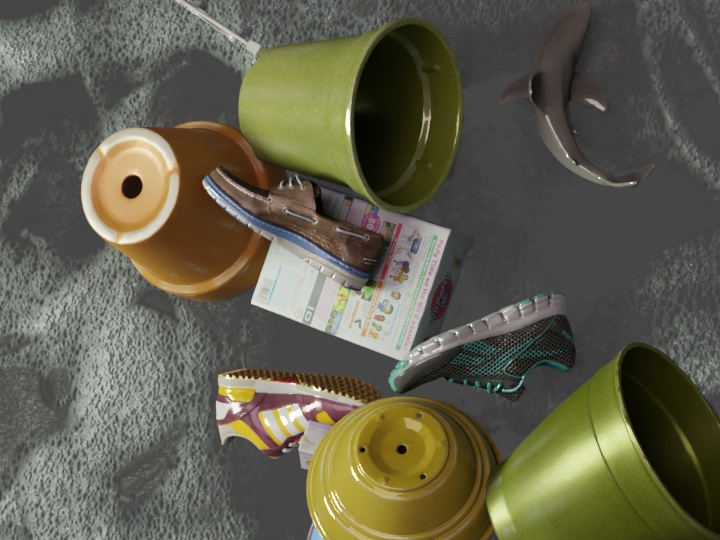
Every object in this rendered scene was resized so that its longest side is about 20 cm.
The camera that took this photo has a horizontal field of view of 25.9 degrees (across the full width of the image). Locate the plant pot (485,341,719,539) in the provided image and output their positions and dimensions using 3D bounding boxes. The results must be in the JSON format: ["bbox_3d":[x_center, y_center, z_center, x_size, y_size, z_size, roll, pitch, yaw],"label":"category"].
[{"bbox_3d":[0.229,0.202,1.479,0.193,0.200,0.201,-35,69,29],"label":"plant pot"}]

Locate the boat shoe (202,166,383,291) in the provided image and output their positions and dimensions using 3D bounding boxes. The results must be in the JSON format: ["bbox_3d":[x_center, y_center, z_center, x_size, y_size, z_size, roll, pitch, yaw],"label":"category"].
[{"bbox_3d":[-0.067,-0.060,1.620,0.199,0.072,0.073,31,97,-2],"label":"boat shoe"}]

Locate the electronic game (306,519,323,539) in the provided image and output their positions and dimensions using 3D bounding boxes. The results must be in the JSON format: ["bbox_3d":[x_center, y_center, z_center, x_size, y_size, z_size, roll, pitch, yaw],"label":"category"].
[{"bbox_3d":[0.032,0.303,1.622,0.199,0.042,0.201,-4,80,24],"label":"electronic game"}]

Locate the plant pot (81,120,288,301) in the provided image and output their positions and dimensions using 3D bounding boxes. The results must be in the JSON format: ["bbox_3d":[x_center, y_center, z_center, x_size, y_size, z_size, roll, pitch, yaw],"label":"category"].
[{"bbox_3d":[-0.202,-0.077,1.711,0.199,0.183,0.202,-4,80,24],"label":"plant pot"}]

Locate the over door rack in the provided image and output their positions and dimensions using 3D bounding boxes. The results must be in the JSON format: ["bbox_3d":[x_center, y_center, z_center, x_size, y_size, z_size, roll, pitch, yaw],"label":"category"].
[{"bbox_3d":[-0.112,-0.323,1.764,0.200,0.066,0.148,38,99,46],"label":"over door rack"}]

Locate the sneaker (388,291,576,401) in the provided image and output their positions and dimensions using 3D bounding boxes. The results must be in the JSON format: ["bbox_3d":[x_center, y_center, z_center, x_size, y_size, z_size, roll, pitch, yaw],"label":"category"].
[{"bbox_3d":[0.128,0.093,1.572,0.199,0.078,0.092,-22,85,-1],"label":"sneaker"}]

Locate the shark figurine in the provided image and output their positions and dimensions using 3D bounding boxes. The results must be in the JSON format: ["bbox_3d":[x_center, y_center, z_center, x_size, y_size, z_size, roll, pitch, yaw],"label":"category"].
[{"bbox_3d":[0.203,-0.158,1.583,0.128,0.089,0.216,-24,71,20],"label":"shark figurine"}]

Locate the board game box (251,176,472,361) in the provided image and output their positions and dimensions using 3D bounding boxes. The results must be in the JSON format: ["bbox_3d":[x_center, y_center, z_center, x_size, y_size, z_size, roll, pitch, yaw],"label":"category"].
[{"bbox_3d":[0.000,0.000,1.673,0.199,0.064,0.148,20,92,27],"label":"board game box"}]

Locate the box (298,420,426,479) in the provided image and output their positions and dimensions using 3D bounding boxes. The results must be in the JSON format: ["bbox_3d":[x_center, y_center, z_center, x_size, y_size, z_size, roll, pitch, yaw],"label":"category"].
[{"bbox_3d":[0.036,0.198,1.598,0.199,0.042,0.039,12,57,12],"label":"box"}]

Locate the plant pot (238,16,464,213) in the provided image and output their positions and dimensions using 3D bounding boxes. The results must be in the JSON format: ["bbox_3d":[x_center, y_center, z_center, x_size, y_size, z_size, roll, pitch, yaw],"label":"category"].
[{"bbox_3d":[-0.021,-0.169,1.653,0.183,0.200,0.202,9,86,37],"label":"plant pot"}]

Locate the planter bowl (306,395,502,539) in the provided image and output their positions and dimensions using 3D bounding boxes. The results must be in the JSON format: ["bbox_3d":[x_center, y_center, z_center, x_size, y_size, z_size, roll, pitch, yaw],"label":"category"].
[{"bbox_3d":[0.042,0.191,1.528,0.199,0.084,0.201,-2,57,4],"label":"planter bowl"}]

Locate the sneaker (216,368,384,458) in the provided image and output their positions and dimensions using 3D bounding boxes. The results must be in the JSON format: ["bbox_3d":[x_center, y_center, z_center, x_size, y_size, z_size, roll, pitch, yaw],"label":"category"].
[{"bbox_3d":[-0.063,0.159,1.679,0.199,0.075,0.091,6,98,28],"label":"sneaker"}]
